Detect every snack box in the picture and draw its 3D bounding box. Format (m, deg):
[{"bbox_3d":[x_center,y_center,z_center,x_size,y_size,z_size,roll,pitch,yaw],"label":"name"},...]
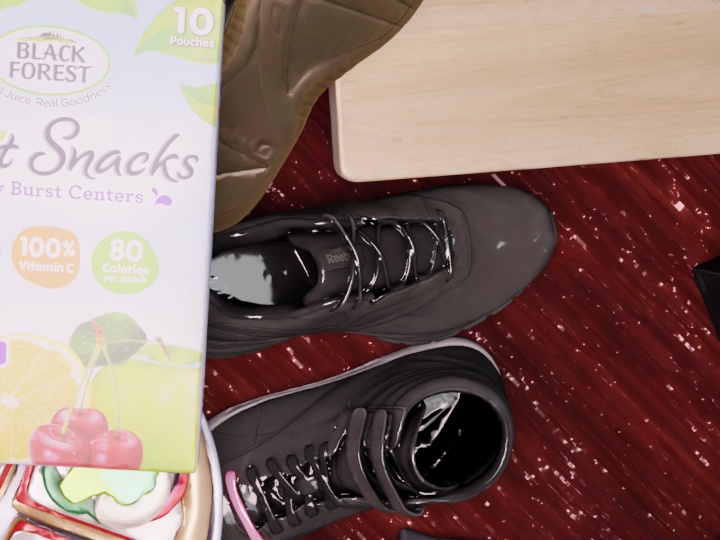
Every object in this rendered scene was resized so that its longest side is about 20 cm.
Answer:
[{"bbox_3d":[-0.132,-0.020,1.027,0.141,0.053,0.201,4,97,-4],"label":"snack box"}]

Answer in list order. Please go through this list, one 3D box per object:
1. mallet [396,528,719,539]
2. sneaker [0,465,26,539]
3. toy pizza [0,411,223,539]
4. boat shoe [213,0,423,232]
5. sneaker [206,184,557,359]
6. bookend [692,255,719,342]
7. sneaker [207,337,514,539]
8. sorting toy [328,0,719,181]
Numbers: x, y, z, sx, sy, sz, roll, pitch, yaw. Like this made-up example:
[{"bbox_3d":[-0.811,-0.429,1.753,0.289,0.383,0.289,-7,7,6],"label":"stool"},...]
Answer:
[{"bbox_3d":[0.114,0.163,1.209,0.199,0.041,0.066,3,91,-7],"label":"mallet"},{"bbox_3d":[-0.175,0.100,1.132,0.090,0.075,0.201,22,84,-6],"label":"sneaker"},{"bbox_3d":[-0.158,0.106,1.081,0.199,0.032,0.201,0,89,-12],"label":"toy pizza"},{"bbox_3d":[-0.032,-0.110,1.078,0.072,0.066,0.201,28,109,-23],"label":"boat shoe"},{"bbox_3d":[0.000,0.000,1.140,0.199,0.091,0.076,-13,84,-11],"label":"sneaker"},{"bbox_3d":[0.286,0.007,1.143,0.199,0.199,0.092,-24,97,-9],"label":"bookend"},{"bbox_3d":[-0.016,0.092,1.143,0.199,0.099,0.071,-25,101,-7],"label":"sneaker"},{"bbox_3d":[0.076,-0.150,1.155,0.199,0.070,0.200,-5,96,-11],"label":"sorting toy"}]
